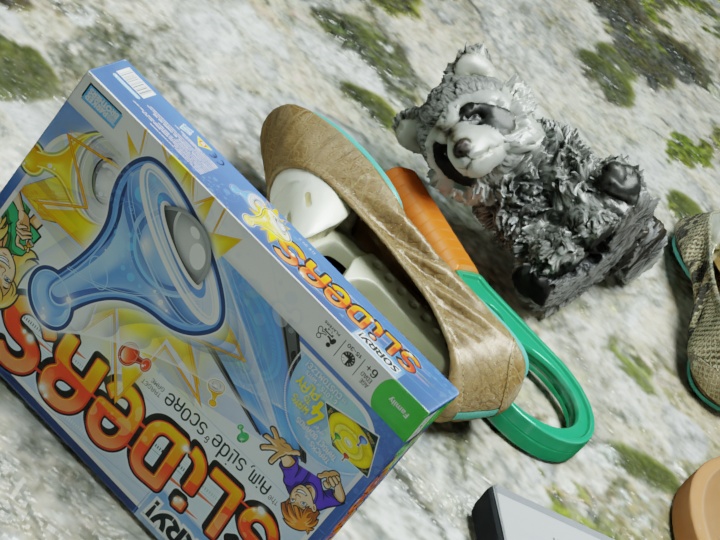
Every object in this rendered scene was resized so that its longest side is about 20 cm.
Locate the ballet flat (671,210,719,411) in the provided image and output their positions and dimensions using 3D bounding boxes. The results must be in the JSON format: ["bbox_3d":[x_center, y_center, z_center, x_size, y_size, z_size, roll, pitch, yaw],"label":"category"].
[{"bbox_3d":[0.229,0.008,1.631,0.068,0.075,0.200,32,27,-13],"label":"ballet flat"}]

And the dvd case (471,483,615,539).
[{"bbox_3d":[0.128,0.198,1.266,0.150,0.025,0.201,27,29,-25],"label":"dvd case"}]

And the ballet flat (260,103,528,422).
[{"bbox_3d":[0.000,0.000,1.376,0.072,0.068,0.200,-28,73,-41],"label":"ballet flat"}]

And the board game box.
[{"bbox_3d":[-0.073,0.030,1.139,0.200,0.136,0.034,44,26,10],"label":"board game box"}]

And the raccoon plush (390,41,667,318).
[{"bbox_3d":[0.092,-0.046,1.549,0.134,0.097,0.200,46,-2,16],"label":"raccoon plush"}]

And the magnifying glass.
[{"bbox_3d":[0.062,0.022,1.458,0.079,0.022,0.201,11,40,-45],"label":"magnifying glass"}]

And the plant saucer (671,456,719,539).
[{"bbox_3d":[0.252,0.174,1.455,0.200,0.032,0.201,30,28,-18],"label":"plant saucer"}]
